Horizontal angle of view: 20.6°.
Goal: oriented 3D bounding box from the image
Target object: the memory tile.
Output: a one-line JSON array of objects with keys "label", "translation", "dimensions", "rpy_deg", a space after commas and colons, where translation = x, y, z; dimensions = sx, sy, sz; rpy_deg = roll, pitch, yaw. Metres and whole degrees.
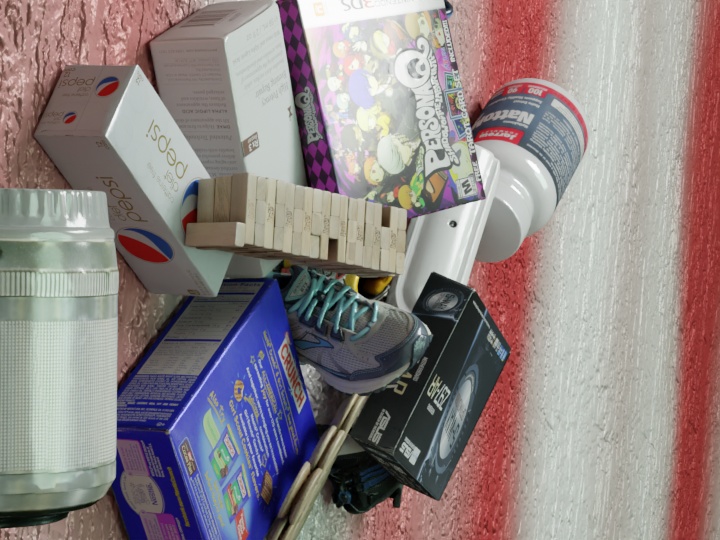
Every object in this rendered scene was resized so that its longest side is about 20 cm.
[{"label": "memory tile", "translation": [-0.053, 0.199, 1.642], "dimensions": [0.153, 0.017, 0.200], "rpy_deg": [-58, 175, -48]}]

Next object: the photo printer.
[{"label": "photo printer", "translation": [0.069, -0.002, 1.876], "dimensions": [0.166, 0.069, 0.201], "rpy_deg": [103, 5, -70]}]

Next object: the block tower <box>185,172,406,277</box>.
[{"label": "block tower", "translation": [-0.043, -0.033, 1.514], "dimensions": [0.200, 0.054, 0.058], "rpy_deg": [8, 82, -49]}]

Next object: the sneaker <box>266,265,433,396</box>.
[{"label": "sneaker", "translation": [-0.030, 0.042, 1.608], "dimensions": [0.078, 0.200, 0.086], "rpy_deg": [-53, 128, -27]}]

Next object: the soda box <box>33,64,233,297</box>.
[{"label": "soda box", "translation": [-0.160, -0.063, 1.460], "dimensions": [0.200, 0.063, 0.068], "rpy_deg": [59, 42, -48]}]

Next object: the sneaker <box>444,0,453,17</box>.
[{"label": "sneaker", "translation": [0.007, -0.281, 1.741], "dimensions": [0.200, 0.078, 0.066], "rpy_deg": [46, 35, -33]}]

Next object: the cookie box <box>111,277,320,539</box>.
[{"label": "cookie box", "translation": [-0.115, 0.129, 1.553], "dimensions": [0.200, 0.075, 0.172], "rpy_deg": [-56, 140, -49]}]

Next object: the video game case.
[{"label": "video game case", "translation": [0.018, -0.140, 1.662], "dimensions": [0.181, 0.036, 0.201], "rpy_deg": [-15, 94, -45]}]

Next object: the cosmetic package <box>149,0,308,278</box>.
[{"label": "cosmetic package", "translation": [-0.099, -0.104, 1.577], "dimensions": [0.102, 0.074, 0.201], "rpy_deg": [-46, 131, -55]}]

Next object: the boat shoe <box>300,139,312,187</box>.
[{"label": "boat shoe", "translation": [0.004, -0.076, 1.714], "dimensions": [0.200, 0.076, 0.072], "rpy_deg": [-14, 132, -38]}]

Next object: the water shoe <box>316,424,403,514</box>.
[{"label": "water shoe", "translation": [0.000, 0.184, 1.809], "dimensions": [0.200, 0.071, 0.079], "rpy_deg": [15, 80, -64]}]

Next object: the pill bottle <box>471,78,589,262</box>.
[{"label": "pill bottle", "translation": [0.157, -0.102, 2.068], "dimensions": [0.200, 0.119, 0.120], "rpy_deg": [-59, 142, -47]}]

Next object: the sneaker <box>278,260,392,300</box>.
[{"label": "sneaker", "translation": [0.000, 0.000, 1.781], "dimensions": [0.200, 0.082, 0.078], "rpy_deg": [-43, 129, -61]}]

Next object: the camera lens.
[{"label": "camera lens", "translation": [-0.228, 0.051, 1.207], "dimensions": [0.160, 0.159, 0.201], "rpy_deg": [-3, 94, -65]}]

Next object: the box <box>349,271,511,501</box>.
[{"label": "box", "translation": [0.066, 0.106, 1.752], "dimensions": [0.161, 0.043, 0.200], "rpy_deg": [-63, 160, -11]}]
